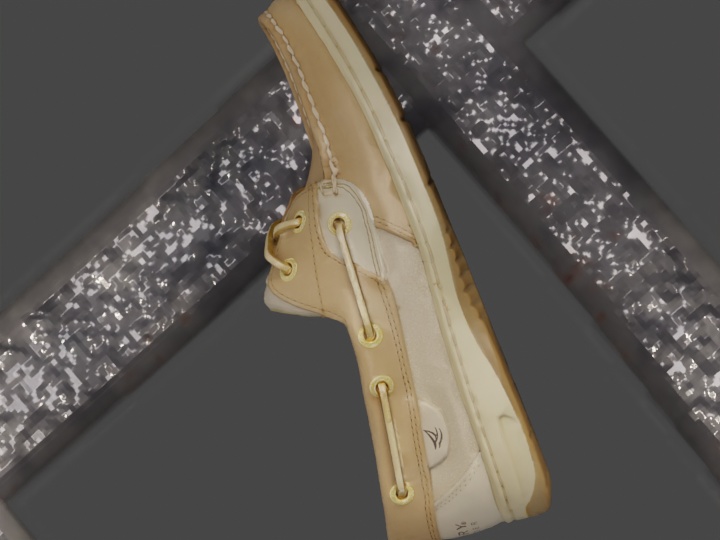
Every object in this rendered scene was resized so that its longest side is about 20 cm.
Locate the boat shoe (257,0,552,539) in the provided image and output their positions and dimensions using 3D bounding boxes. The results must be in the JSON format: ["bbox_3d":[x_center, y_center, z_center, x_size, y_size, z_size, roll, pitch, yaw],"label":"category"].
[{"bbox_3d":[0.000,0.000,0.803,0.069,0.074,0.200,-22,88,2],"label":"boat shoe"}]
